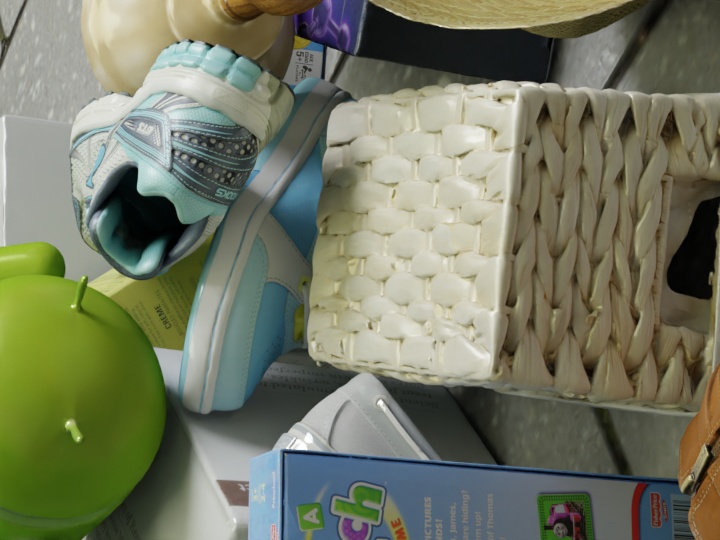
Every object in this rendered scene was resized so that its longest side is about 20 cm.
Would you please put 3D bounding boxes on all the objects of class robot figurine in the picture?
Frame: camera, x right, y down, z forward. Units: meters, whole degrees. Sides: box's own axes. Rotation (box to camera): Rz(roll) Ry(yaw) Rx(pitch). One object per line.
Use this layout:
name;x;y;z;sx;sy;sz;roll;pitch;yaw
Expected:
robot figurine;-0.160;0.075;1.262;0.200;0.116;0.176;138;133;-55

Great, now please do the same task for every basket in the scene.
basket;0.071;-0.012;1.169;0.200;0.123;0.136;2;86;64

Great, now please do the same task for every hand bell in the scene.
hand bell;-0.050;-0.120;1.198;0.200;0.104;0.104;171;104;-72

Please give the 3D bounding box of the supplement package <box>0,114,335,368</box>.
supplement package;-0.117;0.000;1.469;0.117;0.200;0.117;-32;56;58

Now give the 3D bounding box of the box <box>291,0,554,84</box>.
box;0.017;-0.181;1.343;0.200;0.104;0.148;26;107;63

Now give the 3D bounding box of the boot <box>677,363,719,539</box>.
boot;0.173;0.080;0.988;0.200;0.074;0.155;-89;22;-47

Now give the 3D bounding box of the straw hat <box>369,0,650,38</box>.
straw hat;0.089;-0.148;1.191;0.085;0.201;0.201;64;-176;-47

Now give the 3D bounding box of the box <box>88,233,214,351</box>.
box;-0.065;-0.005;1.375;0.050;0.200;0.075;61;154;-10

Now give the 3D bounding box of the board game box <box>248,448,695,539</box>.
board game box;0.052;0.153;1.084;0.037;0.200;0.151;-22;65;61

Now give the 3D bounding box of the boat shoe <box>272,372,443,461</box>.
boat shoe;0.052;0.126;1.167;0.069;0.200;0.072;-46;-3;-11

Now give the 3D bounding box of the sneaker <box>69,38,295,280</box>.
sneaker;-0.101;-0.035;1.241;0.086;0.078;0.200;-64;9;-24

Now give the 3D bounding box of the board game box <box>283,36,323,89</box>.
board game box;-0.081;-0.193;1.605;0.196;0.056;0.200;-2;82;64

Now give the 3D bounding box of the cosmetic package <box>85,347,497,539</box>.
cosmetic package;-0.034;0.166;1.300;0.165;0.165;0.200;54;131;56

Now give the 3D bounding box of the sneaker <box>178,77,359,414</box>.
sneaker;0.000;0.000;1.276;0.080;0.131;0.200;102;-171;-52
